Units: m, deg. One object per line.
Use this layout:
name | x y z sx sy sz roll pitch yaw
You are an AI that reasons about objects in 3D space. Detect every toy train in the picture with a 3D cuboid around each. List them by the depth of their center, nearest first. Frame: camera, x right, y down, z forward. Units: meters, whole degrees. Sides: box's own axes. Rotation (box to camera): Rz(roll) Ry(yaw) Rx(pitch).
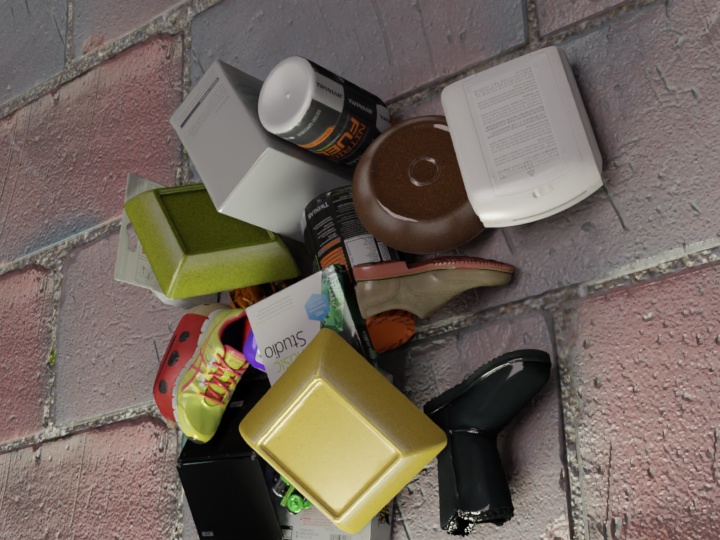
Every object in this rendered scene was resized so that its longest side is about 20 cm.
toy train | -0.050 0.218 1.539 0.056 0.042 0.201 35 102 19

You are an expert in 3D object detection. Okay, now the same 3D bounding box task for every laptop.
laptop | -0.156 0.259 1.656 0.176 0.103 0.201 -13 43 43

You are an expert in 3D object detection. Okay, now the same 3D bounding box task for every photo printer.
photo printer | 0.196 -0.154 1.461 0.165 0.069 0.202 -20 62 12

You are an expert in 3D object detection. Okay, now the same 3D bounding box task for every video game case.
video game case | -0.041 0.274 1.582 0.199 0.045 0.183 -6 74 41

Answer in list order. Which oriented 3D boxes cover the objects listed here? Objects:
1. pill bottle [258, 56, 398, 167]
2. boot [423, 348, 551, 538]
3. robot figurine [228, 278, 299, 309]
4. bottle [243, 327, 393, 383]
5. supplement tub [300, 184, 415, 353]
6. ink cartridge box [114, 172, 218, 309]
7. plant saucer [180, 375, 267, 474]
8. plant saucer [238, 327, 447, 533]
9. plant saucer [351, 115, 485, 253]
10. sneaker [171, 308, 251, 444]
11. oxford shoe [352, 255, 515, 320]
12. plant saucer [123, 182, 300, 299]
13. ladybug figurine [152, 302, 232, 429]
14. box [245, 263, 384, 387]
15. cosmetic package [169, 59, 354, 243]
pill bottle | -0.032 -0.201 1.616 0.106 0.199 0.107 -16 66 39
boot | 0.157 0.203 1.402 0.200 0.076 0.169 -36 52 37
robot figurine | -0.125 0.047 1.719 0.145 0.058 0.201 -47 50 22
bottle | -0.054 0.120 1.591 0.199 0.065 0.084 21 79 21
supplement tub | 0.000 0.000 1.578 0.122 0.122 0.201 -34 57 29
ink cartridge box | -0.287 -0.037 1.793 0.050 0.199 0.164 -7 72 42
plant saucer | -0.196 0.246 1.736 0.199 0.036 0.202 -15 67 38
plant saucer | -0.031 0.203 1.441 0.200 0.048 0.200 42 119 1
plant saucer | 0.083 -0.118 1.535 0.198 0.037 0.202 -5 65 10
sneaker | -0.192 0.135 1.641 0.090 0.078 0.202 -20 50 50
oxford shoe | 0.090 0.022 1.482 0.198 0.070 0.076 -4 93 -2
plant saucer | -0.204 -0.059 1.682 0.200 0.198 0.048 58 147 37
ladybug figurine | -0.244 0.131 1.752 0.136 0.072 0.201 -37 31 58
box | -0.050 0.112 1.500 0.144 0.036 0.202 -26 78 26
cosmetic package | -0.127 -0.160 1.689 0.123 0.199 0.201 -47 51 21
